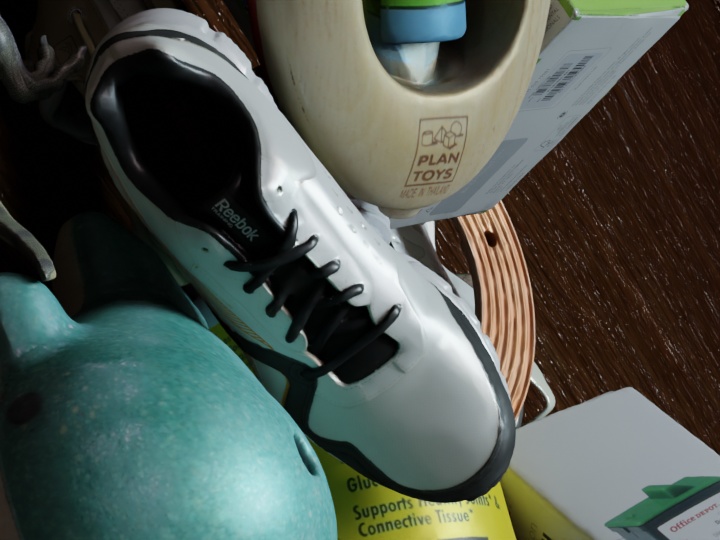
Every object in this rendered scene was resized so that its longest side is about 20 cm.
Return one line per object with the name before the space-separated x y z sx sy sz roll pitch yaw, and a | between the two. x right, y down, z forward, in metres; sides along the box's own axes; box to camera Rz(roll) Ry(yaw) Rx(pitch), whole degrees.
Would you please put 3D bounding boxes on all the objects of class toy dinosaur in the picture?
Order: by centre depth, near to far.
toy dinosaur | -0.139 -0.082 0.679 0.200 0.047 0.088 58 18 5

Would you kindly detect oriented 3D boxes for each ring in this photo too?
ring | 0.000 0.000 0.929 0.200 0.019 0.201 19 60 -35

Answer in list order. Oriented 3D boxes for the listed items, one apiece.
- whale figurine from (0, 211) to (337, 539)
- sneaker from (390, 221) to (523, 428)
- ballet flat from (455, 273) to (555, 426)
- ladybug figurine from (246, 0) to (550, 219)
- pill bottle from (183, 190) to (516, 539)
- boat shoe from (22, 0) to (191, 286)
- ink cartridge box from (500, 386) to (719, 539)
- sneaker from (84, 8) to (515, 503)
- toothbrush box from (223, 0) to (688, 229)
whale figurine | -0.062 0.054 0.667 0.159 0.104 0.200 56 18 -30
sneaker | 0.000 0.005 0.993 0.115 0.076 0.201 22 39 -55
ballet flat | 0.075 0.094 1.084 0.201 0.067 0.068 68 18 0
ladybug figurine | 0.009 -0.119 0.771 0.135 0.072 0.201 -7 106 -41
pill bottle | -0.010 0.063 0.792 0.112 0.112 0.201 31 39 -62
boat shoe | -0.093 -0.081 0.782 0.200 0.068 0.075 52 0 29
ink cartridge box | 0.127 0.160 0.800 0.200 0.084 0.146 38 -45 43
sneaker | -0.025 0.001 0.690 0.200 0.074 0.080 48 5 -3
toothbrush box | 0.020 -0.140 0.901 0.086 0.146 0.200 -9 62 -48
